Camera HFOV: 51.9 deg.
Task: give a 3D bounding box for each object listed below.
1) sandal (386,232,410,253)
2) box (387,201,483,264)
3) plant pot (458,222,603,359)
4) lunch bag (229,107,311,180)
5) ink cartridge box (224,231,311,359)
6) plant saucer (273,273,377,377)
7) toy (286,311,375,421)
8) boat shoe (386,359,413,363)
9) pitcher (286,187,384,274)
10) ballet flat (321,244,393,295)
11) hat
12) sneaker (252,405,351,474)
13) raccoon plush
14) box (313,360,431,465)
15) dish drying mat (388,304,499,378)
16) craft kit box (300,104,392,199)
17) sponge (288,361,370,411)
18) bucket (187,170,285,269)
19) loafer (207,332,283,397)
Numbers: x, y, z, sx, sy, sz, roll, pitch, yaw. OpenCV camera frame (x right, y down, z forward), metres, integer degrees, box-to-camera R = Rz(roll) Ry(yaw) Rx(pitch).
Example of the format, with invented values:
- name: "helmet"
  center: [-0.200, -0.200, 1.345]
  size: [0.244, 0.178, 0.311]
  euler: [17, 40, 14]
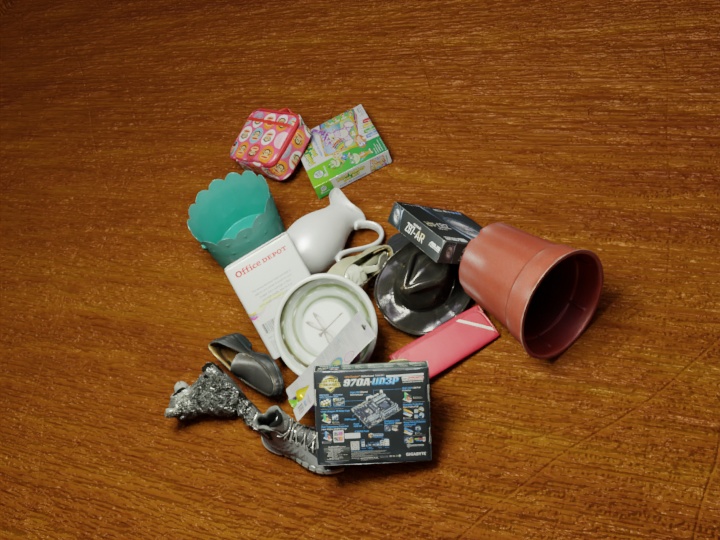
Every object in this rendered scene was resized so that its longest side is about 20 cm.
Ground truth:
- name: "sandal"
  center: [0.108, -0.011, 1.491]
  size: [0.075, 0.043, 0.200]
  euler: [-35, 49, -7]
- name: "box"
  center: [0.171, -0.067, 1.418]
  size: [0.160, 0.197, 0.044]
  euler: [43, 118, 42]
- name: "plant pot"
  center: [0.288, 0.019, 1.309]
  size: [0.200, 0.202, 0.195]
  euler: [-41, 42, -12]
- name: "lunch bag"
  center: [-0.213, -0.320, 1.805]
  size: [0.198, 0.082, 0.179]
  euler: [18, 74, 43]
- name: "ink cartridge box"
  center: [-0.158, 0.045, 1.449]
  size: [0.143, 0.203, 0.085]
  euler: [-29, 10, -3]
- name: "plant saucer"
  center: [-0.063, 0.107, 1.388]
  size: [0.195, 0.050, 0.205]
  euler: [0, 89, 6]
- name: "toy"
  center: [-0.045, 0.177, 1.316]
  size: [0.200, 0.047, 0.115]
  euler: [-44, 25, 2]
- name: "boat shoe"
  center: [0.015, 0.206, 1.305]
  size: [0.197, 0.061, 0.073]
  euler: [-21, 55, 10]
- name: "pitcher"
  center: [-0.060, -0.062, 1.561]
  size: [0.170, 0.123, 0.200]
  euler: [30, 57, 23]
- name: "ballet flat"
  center: [0.000, 0.000, 1.463]
  size: [0.068, 0.071, 0.199]
  euler: [17, 35, 31]
- name: "hat"
  center: [0.120, 0.017, 1.395]
  size: [0.196, 0.081, 0.205]
  euler: [-2, 68, 5]
- name: "sneaker"
  center: [-0.108, 0.292, 1.295]
  size: [0.196, 0.116, 0.076]
  euler: [7, 56, 26]
- name: "raccoon plush"
  center: [-0.285, 0.269, 1.406]
  size: [0.134, 0.097, 0.199]
  euler: [-47, 51, -7]
- name: "box"
  center: [0.020, 0.239, 1.238]
  size: [0.195, 0.163, 0.046]
  euler: [-3, 6, 0]
- name: "dish drying mat"
  center: [0.154, 0.138, 1.355]
  size: [0.197, 0.018, 0.077]
  euler: [-29, 65, -10]
- name: "craft kit box"
  center: [-0.047, -0.288, 1.770]
  size: [0.195, 0.049, 0.202]
  euler: [-29, 49, 2]
- name: "sponge"
  center: [-0.032, 0.217, 1.380]
  size: [0.196, 0.030, 0.113]
  euler: [8, 57, 26]
- name: "bucket"
  center: [-0.271, -0.103, 1.654]
  size: [0.202, 0.136, 0.211]
  euler: [-10, 50, 13]
- name: "loafer"
  center: [-0.224, 0.189, 1.437]
  size: [0.198, 0.071, 0.074]
  euler: [28, 110, 42]
